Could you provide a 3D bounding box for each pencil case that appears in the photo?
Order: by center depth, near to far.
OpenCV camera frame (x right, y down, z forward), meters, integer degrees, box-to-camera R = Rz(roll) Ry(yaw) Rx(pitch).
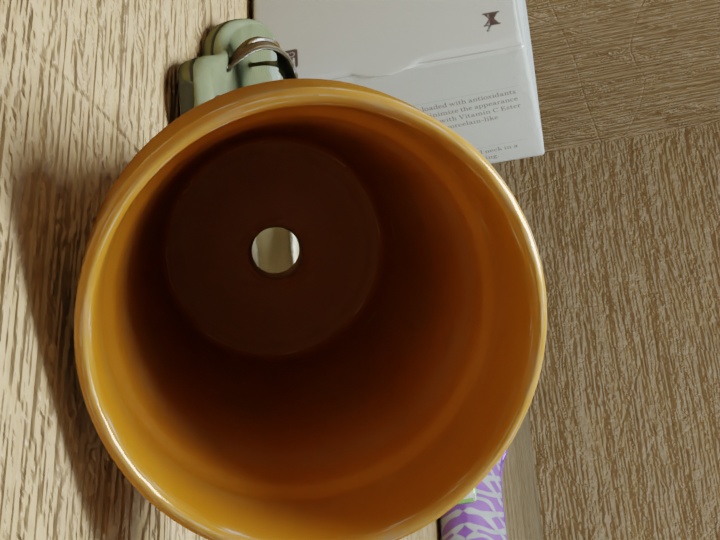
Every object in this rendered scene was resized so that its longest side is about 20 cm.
[{"bbox_3d":[0.128,0.264,1.767,0.084,0.085,0.201,74,10,-45],"label":"pencil case"}]

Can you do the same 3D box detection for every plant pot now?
[{"bbox_3d":[-0.032,0.005,0.750,0.183,0.198,0.202,-123,-159,-74],"label":"plant pot"}]

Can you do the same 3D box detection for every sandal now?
[{"bbox_3d":[-0.068,-0.108,0.994,0.201,0.057,0.081,-74,153,-70],"label":"sandal"}]

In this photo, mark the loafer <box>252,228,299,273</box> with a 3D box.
[{"bbox_3d":[-0.035,0.005,0.961,0.076,0.068,0.202,-54,145,-79],"label":"loafer"}]

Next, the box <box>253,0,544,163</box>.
[{"bbox_3d":[0.027,-0.184,1.219,0.131,0.197,0.202,69,15,-54],"label":"box"}]

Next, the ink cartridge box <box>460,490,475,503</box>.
[{"bbox_3d":[0.024,0.113,1.175,0.200,0.067,0.118,141,-59,-79],"label":"ink cartridge box"}]
